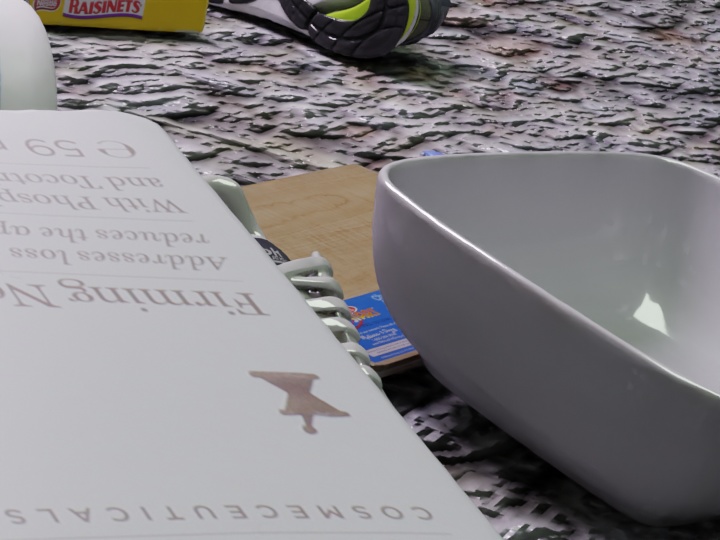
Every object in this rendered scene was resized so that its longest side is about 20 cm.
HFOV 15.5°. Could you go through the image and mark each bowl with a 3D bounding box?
[{"bbox_3d":[0.116,0.028,0.994,0.199,0.075,0.200,-5,29,-45],"label":"bowl"}]

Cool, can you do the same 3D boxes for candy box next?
[{"bbox_3d":[-0.190,-0.156,1.404,0.200,0.026,0.102,0,20,-36],"label":"candy box"}]

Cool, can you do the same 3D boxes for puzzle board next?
[{"bbox_3d":[0.000,0.000,1.101,0.151,0.017,0.200,25,22,28],"label":"puzzle board"}]

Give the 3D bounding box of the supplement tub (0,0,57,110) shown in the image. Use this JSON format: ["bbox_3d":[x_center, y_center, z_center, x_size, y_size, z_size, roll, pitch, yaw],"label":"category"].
[{"bbox_3d":[-0.212,-0.041,0.887,0.200,0.132,0.132,7,19,-21],"label":"supplement tub"}]

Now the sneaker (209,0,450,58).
[{"bbox_3d":[-0.036,-0.171,1.512,0.200,0.074,0.081,32,16,29],"label":"sneaker"}]

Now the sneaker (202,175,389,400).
[{"bbox_3d":[-0.027,0.039,0.867,0.076,0.081,0.200,4,22,-31],"label":"sneaker"}]

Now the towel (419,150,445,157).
[{"bbox_3d":[0.143,-0.018,1.215,0.200,0.024,0.145,9,16,-27],"label":"towel"}]

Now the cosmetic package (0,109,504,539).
[{"bbox_3d":[-0.094,0.081,0.526,0.167,0.167,0.200,2,30,-33],"label":"cosmetic package"}]
